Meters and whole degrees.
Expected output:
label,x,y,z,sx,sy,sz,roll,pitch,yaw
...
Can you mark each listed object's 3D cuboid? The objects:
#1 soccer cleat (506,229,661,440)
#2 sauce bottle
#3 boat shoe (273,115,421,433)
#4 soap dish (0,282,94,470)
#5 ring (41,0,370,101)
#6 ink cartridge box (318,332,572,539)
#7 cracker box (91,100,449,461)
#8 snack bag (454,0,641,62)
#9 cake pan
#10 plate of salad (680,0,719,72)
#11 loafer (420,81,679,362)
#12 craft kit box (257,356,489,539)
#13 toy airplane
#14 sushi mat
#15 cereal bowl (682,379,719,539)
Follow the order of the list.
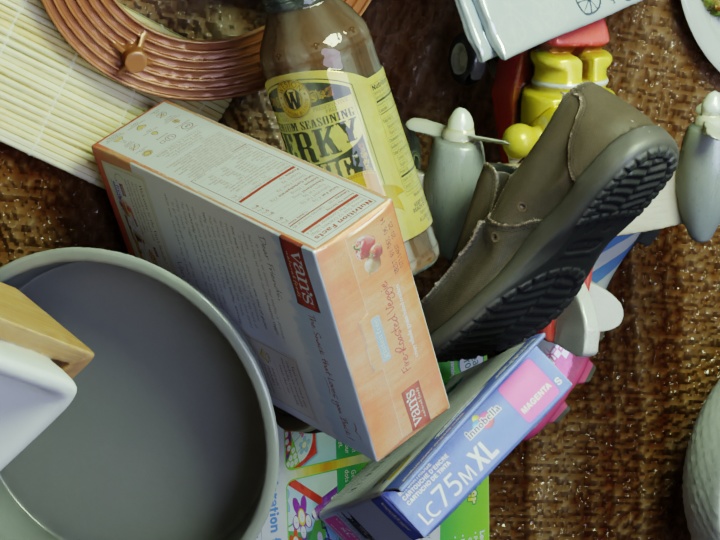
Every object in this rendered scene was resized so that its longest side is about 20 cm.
label,x,y,z,sx,sy,sz,roll,pitch,yaw
soccer cleat,0.114,0.001,1.645,0.086,0.070,0.201,31,81,-21
sauce bottle,-0.016,-0.090,1.439,0.065,0.065,0.201,-26,104,-25
boat shoe,-0.001,0.000,1.542,0.066,0.072,0.202,25,67,-41
soap dish,-0.254,0.053,1.354,0.157,0.081,0.200,-42,145,17
ring,-0.076,-0.179,1.440,0.199,0.019,0.201,-7,119,-12
ink cartridge box,0.047,0.098,1.495,0.042,0.200,0.119,45,75,0
cracker box,-0.048,0.002,1.439,0.058,0.200,0.134,-33,127,-25
snack bag,0.100,-0.233,1.514,0.188,0.021,0.201,-24,96,-38
cake pan,-0.132,0.080,1.446,0.037,0.199,0.201,-45,134,-66
plate of salad,0.281,-0.205,1.705,0.199,0.048,0.201,-8,105,-31
loafer,0.091,-0.025,1.461,0.073,0.071,0.200,0,141,-48
craft kit box,-0.014,0.137,1.604,0.197,0.048,0.201,-9,107,-28
toy airplane,0.120,-0.049,1.543,0.199,0.141,0.200,45,68,-17
sushi mat,-0.159,-0.106,1.468,0.199,0.012,0.096,25,89,-35
cereal bowl,0.284,0.124,1.767,0.199,0.083,0.201,-8,106,-30
